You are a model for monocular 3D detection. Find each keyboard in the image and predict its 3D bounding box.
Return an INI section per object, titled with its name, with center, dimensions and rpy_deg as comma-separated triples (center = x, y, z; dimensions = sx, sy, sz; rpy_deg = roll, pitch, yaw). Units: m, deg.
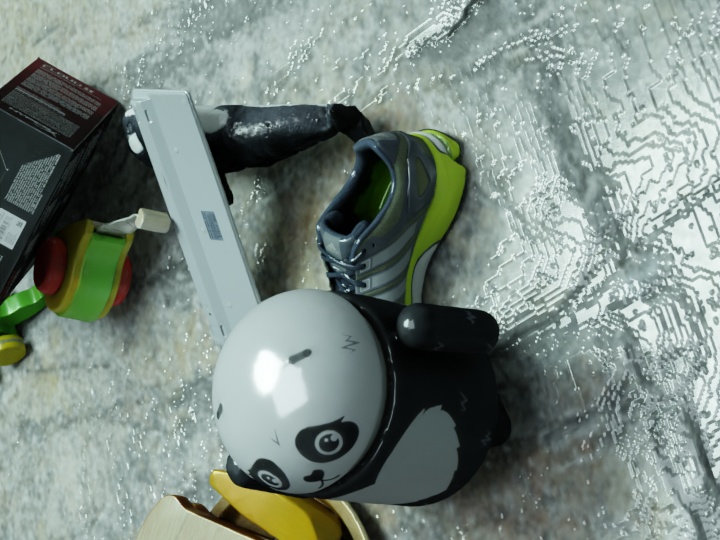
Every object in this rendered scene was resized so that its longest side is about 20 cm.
[keyboard]
center = -0.105, -0.032, 1.451
dimensions = 0.056, 0.011, 0.201
rpy_deg = 2, 121, 38

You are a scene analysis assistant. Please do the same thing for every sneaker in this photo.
[sneaker]
center = 0.000, 0.000, 1.378
dimensions = 0.074, 0.081, 0.201
rpy_deg = 17, 93, 43

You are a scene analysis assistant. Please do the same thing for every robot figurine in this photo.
[robot figurine]
center = 0.003, 0.080, 1.279
dimensions = 0.124, 0.199, 0.151
rpy_deg = 21, 96, 42

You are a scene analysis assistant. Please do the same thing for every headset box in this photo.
[headset box]
center = -0.254, -0.064, 1.567
dimensions = 0.149, 0.077, 0.200
rpy_deg = -60, 5, 16

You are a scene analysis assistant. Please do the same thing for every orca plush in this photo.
[orca plush]
center = -0.081, -0.078, 1.469
dimensions = 0.199, 0.105, 0.072
rpy_deg = 1, 93, 21

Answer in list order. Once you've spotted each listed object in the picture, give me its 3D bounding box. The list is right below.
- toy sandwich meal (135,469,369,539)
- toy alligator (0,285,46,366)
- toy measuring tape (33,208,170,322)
[toy sandwich meal]
center = -0.073, 0.219, 1.410
dimensions = 0.204, 0.070, 0.207
rpy_deg = -10, 76, 41
[toy alligator]
center = -0.322, 0.067, 1.677
dimensions = 0.200, 0.054, 0.060
rpy_deg = -38, 58, 31
[toy measuring tape]
center = -0.187, 0.000, 1.536
dimensions = 0.200, 0.073, 0.074
rpy_deg = -10, 74, 62
